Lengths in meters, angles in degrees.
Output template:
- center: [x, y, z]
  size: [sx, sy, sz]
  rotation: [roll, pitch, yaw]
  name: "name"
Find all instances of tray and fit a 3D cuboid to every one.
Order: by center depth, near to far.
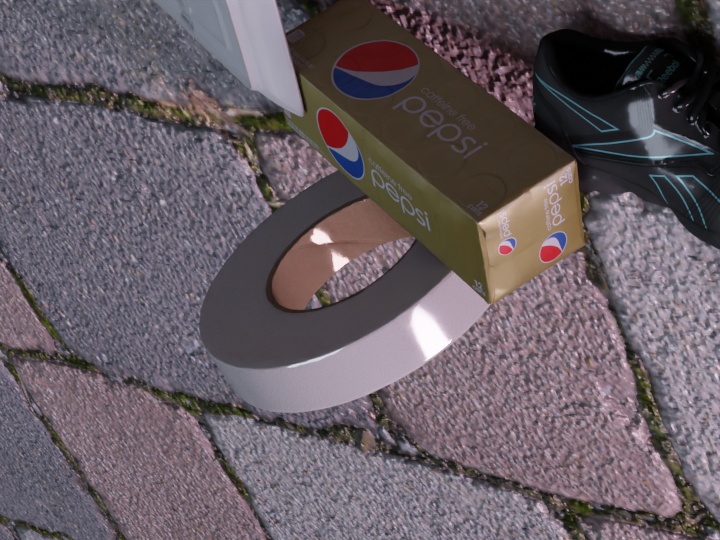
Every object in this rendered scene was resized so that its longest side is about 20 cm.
- center: [-0.100, -0.170, 1.034]
  size: [0.200, 0.022, 0.108]
  rotation: [45, 159, 42]
  name: "tray"

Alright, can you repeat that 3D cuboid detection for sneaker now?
- center: [0.166, -0.065, 0.895]
  size: [0.199, 0.075, 0.080]
  rotation: [19, 142, 32]
  name: "sneaker"

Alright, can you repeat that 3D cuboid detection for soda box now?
- center: [0.033, -0.070, 0.981]
  size: [0.200, 0.068, 0.064]
  rotation: [43, 157, 40]
  name: "soda box"

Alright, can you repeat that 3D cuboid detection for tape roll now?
- center: [0.000, 0.000, 1.044]
  size: [0.202, 0.203, 0.037]
  rotation: [2, 133, 47]
  name: "tape roll"
